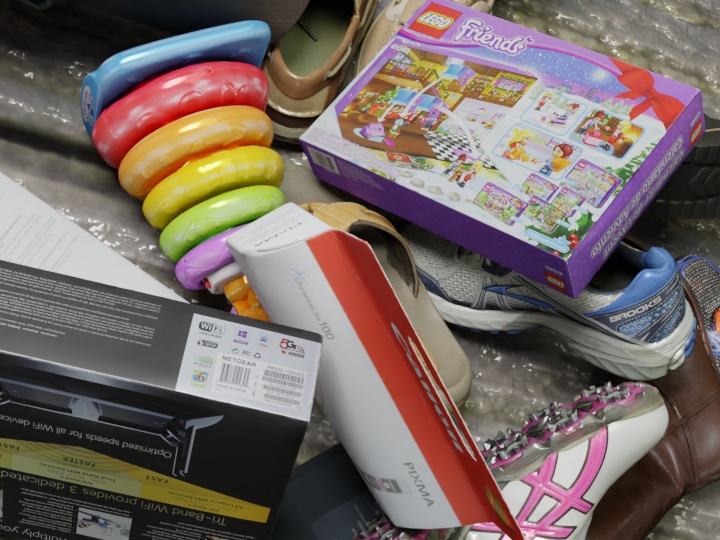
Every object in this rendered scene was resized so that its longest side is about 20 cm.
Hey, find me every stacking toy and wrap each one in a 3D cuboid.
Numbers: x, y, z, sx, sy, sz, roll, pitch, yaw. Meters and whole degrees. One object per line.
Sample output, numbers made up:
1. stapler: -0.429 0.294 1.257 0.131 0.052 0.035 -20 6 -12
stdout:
1. stacking toy: -0.078 -0.029 0.783 0.109 0.116 0.202 -18 78 -18

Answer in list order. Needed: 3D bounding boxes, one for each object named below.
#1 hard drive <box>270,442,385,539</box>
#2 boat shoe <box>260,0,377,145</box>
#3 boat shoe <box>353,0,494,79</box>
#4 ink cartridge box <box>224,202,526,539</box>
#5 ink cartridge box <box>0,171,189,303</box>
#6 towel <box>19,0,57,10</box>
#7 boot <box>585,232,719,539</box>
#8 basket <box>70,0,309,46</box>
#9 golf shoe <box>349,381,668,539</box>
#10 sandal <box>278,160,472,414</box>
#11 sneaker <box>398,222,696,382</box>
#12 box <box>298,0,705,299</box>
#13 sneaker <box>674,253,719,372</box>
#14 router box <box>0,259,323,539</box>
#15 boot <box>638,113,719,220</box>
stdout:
1. hard drive: -0.012 0.176 0.756 0.199 0.033 0.140 -25 77 -31
2. boat shoe: -0.023 -0.178 0.897 0.075 0.074 0.202 14 61 -7
3. boat shoe: 0.052 -0.175 0.937 0.071 0.065 0.201 28 58 -8
4. ink cartridge box: 0.002 0.054 0.654 0.057 0.200 0.164 -29 102 -2
5. ink cartridge box: -0.185 0.016 0.757 0.199 0.039 0.100 36 57 -5
6. towel: -0.222 -0.277 0.880 0.199 0.048 0.172 40 57 -1
7. boot: 0.139 0.078 0.839 0.199 0.064 0.187 -27 74 -35
8. basket: -0.126 -0.206 0.779 0.199 0.179 0.138 16 84 -47
9. golf shoe: 0.088 0.136 0.738 0.199 0.073 0.093 -34 93 -5
10. sandal: 0.000 0.000 0.825 0.080 0.054 0.200 -26 65 -33
11. sneaker: 0.107 -0.008 0.826 0.198 0.086 0.077 15 51 28
12. box: 0.081 -0.079 0.806 0.199 0.039 0.137 27 66 34
13. sneaker: 0.272 0.070 0.904 0.075 0.078 0.201 -31 80 -33
14. router box: -0.129 0.074 0.659 0.198 0.158 0.053 14 48 -5
15. boot: 0.158 -0.092 0.927 0.198 0.078 0.139 6 29 -23
